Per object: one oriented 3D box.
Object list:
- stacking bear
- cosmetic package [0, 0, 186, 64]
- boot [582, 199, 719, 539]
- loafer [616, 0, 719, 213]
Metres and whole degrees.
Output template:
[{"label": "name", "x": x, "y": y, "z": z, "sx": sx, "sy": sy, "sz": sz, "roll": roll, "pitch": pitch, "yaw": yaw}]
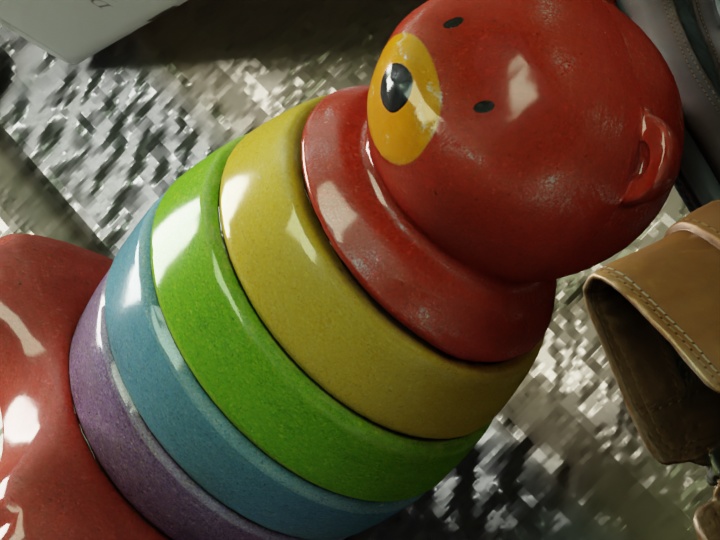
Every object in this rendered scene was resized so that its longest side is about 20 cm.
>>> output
[{"label": "stacking bear", "x": 0.000, "y": 0.000, "z": 0.762, "sx": 0.200, "sy": 0.113, "sz": 0.122, "roll": -41, "pitch": 45, "yaw": 34}, {"label": "cosmetic package", "x": -0.089, "y": -0.190, "z": 0.920, "sx": 0.200, "sy": 0.165, "sz": 0.165, "roll": -18, "pitch": 44, "yaw": 63}, {"label": "boot", "x": 0.117, "y": -0.017, "z": 0.692, "sx": 0.155, "sy": 0.077, "sz": 0.201, "roll": -19, "pitch": 70, "yaw": -18}, {"label": "loafer", "x": 0.107, "y": -0.043, "z": 0.786, "sx": 0.063, "sy": 0.072, "sz": 0.200, "roll": -33, "pitch": 42, "yaw": 7}]
